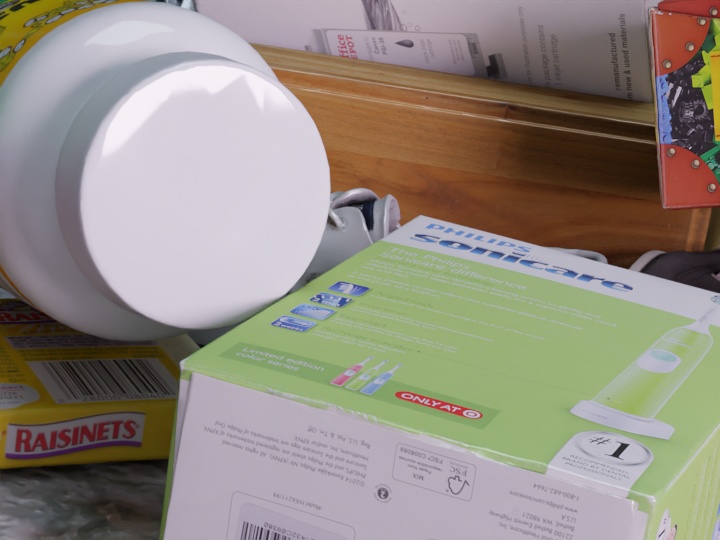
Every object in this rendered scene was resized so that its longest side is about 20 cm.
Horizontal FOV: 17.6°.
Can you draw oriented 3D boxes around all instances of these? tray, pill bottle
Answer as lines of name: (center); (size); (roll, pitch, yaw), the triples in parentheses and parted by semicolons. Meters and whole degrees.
tray: (0.043, -0.028, 0.968); (0.198, 0.099, 0.037); (8, 20, -1)
pill bottle: (-0.087, -0.038, 0.799); (0.112, 0.114, 0.200); (0, 9, -24)

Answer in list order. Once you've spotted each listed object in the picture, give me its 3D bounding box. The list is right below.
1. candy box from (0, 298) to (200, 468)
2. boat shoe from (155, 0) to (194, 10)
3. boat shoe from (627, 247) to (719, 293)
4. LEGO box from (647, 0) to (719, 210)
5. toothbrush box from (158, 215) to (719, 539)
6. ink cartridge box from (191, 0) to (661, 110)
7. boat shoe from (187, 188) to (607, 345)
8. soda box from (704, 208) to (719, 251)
candy box: (-0.146, 0.038, 0.794); (0.199, 0.027, 0.102); (-1, 19, -27)
boat shoe: (-0.080, -0.100, 1.087); (0.199, 0.069, 0.072); (-17, 8, -12)
boat shoe: (0.143, 0.025, 0.908); (0.057, 0.067, 0.200); (12, 14, 25)
LEGO box: (0.211, -0.068, 0.901); (0.148, 0.078, 0.200); (-3, 2, 24)
toothbrush box: (0.044, 0.058, 0.732); (0.145, 0.087, 0.200); (15, 20, 18)
ink cartridge box: (0.040, -0.144, 1.024); (0.199, 0.083, 0.147); (3, 48, 15)
boat shoe: (0.000, 0.000, 0.916); (0.199, 0.066, 0.074); (10, 18, 2)
soda box: (0.157, -0.056, 1.160); (0.067, 0.064, 0.200); (12, 19, 13)
